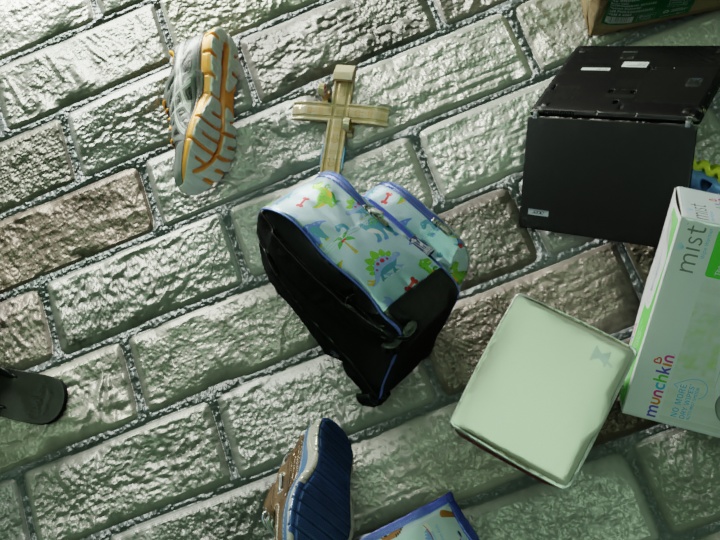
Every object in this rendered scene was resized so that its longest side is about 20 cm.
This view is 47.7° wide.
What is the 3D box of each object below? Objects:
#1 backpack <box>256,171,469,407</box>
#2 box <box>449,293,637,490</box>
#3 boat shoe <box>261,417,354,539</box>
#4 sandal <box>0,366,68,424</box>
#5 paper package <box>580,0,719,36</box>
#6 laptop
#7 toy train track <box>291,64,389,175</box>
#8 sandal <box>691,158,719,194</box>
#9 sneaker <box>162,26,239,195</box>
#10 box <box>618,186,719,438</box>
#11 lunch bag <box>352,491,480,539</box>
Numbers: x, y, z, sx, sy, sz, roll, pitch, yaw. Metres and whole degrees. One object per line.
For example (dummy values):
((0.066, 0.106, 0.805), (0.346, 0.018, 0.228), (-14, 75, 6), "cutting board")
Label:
((0.000, 0.000, 0.812), (0.200, 0.183, 0.147), (43, 63, 17), "backpack")
((0.158, 0.115, 0.740), (0.109, 0.200, 0.128), (27, 82, 14), "box")
((-0.051, 0.224, 0.770), (0.072, 0.200, 0.072), (-42, 101, 19), "boat shoe")
((-0.429, 0.132, 0.917), (0.199, 0.045, 0.075), (5, 77, 11), "sandal")
((0.334, -0.374, 0.882), (0.199, 0.103, 0.191), (-9, 75, 7), "paper package")
((0.274, -0.137, 0.845), (0.177, 0.103, 0.200), (12, 52, 37), "laptop")
((-0.032, -0.143, 0.924), (0.114, 0.033, 0.201), (6, 78, 11), "toy train track")
((0.382, -0.043, 0.810), (0.200, 0.079, 0.087), (40, 112, 24), "sandal")
((-0.192, -0.182, 0.945), (0.077, 0.078, 0.201), (-1, 72, 23), "sneaker")
((0.346, 0.045, 0.735), (0.176, 0.097, 0.201), (14, 116, 12), "box")
((0.039, 0.323, 0.752), (0.200, 0.124, 0.170), (-32, 74, 10), "lunch bag")
